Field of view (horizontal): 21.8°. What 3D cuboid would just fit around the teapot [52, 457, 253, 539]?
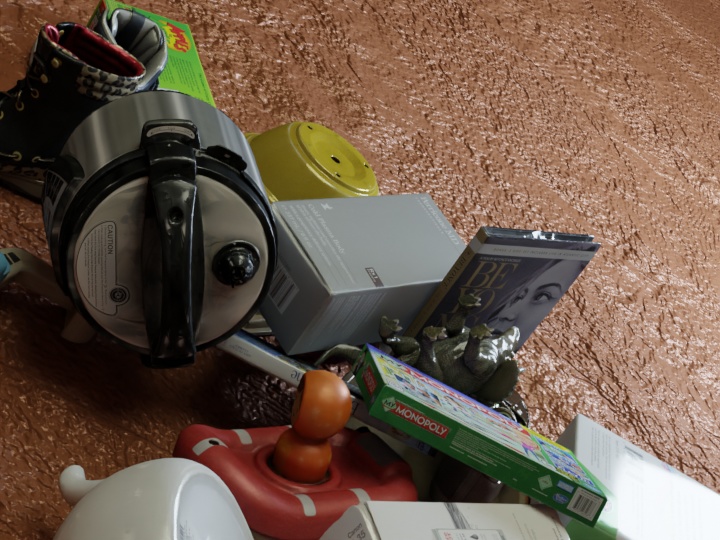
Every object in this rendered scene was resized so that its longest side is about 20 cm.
[{"bbox_3d":[-0.153,0.230,1.236,0.200,0.145,0.199,-27,100,-77],"label":"teapot"}]

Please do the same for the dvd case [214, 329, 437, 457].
[{"bbox_3d":[-0.023,0.099,1.547,0.199,0.018,0.143,27,-1,3],"label":"dvd case"}]

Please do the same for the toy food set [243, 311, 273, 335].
[{"bbox_3d":[-0.083,-0.015,1.718,0.199,0.061,0.144,-2,47,-47],"label":"toy food set"}]

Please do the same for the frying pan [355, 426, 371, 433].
[{"bbox_3d":[-0.054,0.175,1.507,0.114,0.031,0.191,26,34,-12],"label":"frying pan"}]

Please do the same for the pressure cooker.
[{"bbox_3d":[-0.152,-0.034,1.459,0.176,0.178,0.200,45,11,-28],"label":"pressure cooker"}]

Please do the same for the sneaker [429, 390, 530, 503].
[{"bbox_3d":[0.122,0.146,1.636,0.070,0.076,0.200,35,30,-1],"label":"sneaker"}]

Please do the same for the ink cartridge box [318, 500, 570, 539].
[{"bbox_3d":[0.050,0.246,1.407,0.199,0.147,0.083,7,47,-39],"label":"ink cartridge box"}]

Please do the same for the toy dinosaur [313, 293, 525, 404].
[{"bbox_3d":[0.063,0.082,1.573,0.199,0.103,0.077,-15,37,-20],"label":"toy dinosaur"}]

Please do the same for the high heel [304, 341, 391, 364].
[{"bbox_3d":[0.004,0.048,1.727,0.095,0.068,0.200,9,5,18],"label":"high heel"}]

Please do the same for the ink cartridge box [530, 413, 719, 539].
[{"bbox_3d":[0.254,0.243,1.683,0.199,0.088,0.146,28,31,-11],"label":"ink cartridge box"}]

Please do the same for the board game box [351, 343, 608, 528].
[{"bbox_3d":[0.091,0.129,1.477,0.199,0.029,0.135,28,8,-11],"label":"board game box"}]

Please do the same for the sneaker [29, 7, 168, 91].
[{"bbox_3d":[-0.241,-0.199,1.728,0.076,0.147,0.203,13,36,-31],"label":"sneaker"}]

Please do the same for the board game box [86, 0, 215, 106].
[{"bbox_3d":[-0.201,-0.178,1.833,0.101,0.048,0.201,15,37,-33],"label":"board game box"}]

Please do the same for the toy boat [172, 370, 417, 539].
[{"bbox_3d":[-0.044,0.136,1.409,0.199,0.132,0.130,-1,26,-37],"label":"toy boat"}]

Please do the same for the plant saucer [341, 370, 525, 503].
[{"bbox_3d":[0.056,0.164,1.646,0.199,0.030,0.201,26,33,-18],"label":"plant saucer"}]

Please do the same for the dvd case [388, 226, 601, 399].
[{"bbox_3d":[0.107,0.042,1.639,0.148,0.201,0.016,3,42,-43],"label":"dvd case"}]

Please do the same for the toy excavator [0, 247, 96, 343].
[{"bbox_3d":[-0.302,-0.006,1.460,0.194,0.100,0.200,41,22,5],"label":"toy excavator"}]

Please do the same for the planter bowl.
[{"bbox_3d":[-0.044,-0.076,1.723,0.200,0.084,0.201,34,24,-18],"label":"planter bowl"}]

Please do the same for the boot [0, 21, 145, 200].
[{"bbox_3d":[-0.293,-0.146,1.592,0.199,0.151,0.073,22,33,-23],"label":"boot"}]

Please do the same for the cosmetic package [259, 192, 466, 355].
[{"bbox_3d":[0.000,0.000,1.602,0.199,0.090,0.107,-10,56,-45],"label":"cosmetic package"}]
